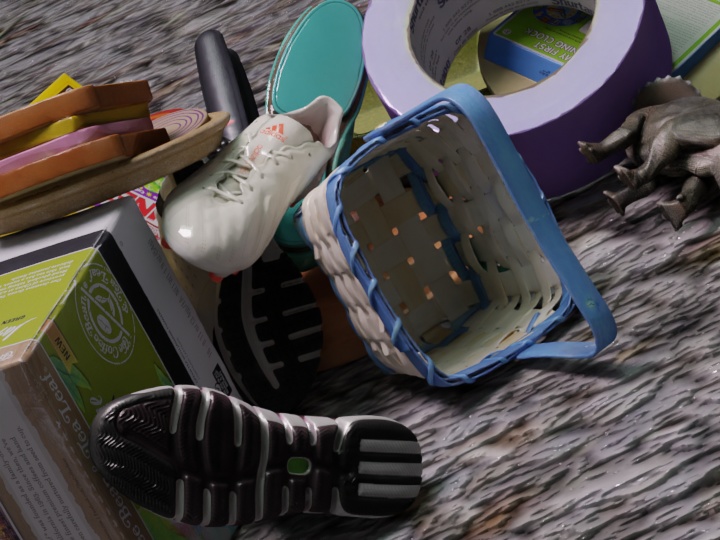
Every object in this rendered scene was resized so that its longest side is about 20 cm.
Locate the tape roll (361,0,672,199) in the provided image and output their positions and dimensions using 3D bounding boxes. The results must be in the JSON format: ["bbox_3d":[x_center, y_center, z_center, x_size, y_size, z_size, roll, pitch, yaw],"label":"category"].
[{"bbox_3d":[0.107,-0.151,1.761,0.199,0.085,0.201,-10,56,16],"label":"tape roll"}]

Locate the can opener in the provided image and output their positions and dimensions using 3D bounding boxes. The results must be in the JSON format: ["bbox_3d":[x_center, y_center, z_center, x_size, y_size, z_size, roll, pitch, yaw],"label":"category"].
[{"bbox_3d":[-0.089,-0.091,1.871,0.078,0.063,0.201,-16,63,5],"label":"can opener"}]

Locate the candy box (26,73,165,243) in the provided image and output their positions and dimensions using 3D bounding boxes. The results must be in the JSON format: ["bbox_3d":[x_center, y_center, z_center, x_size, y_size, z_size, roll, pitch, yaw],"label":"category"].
[{"bbox_3d":[-0.157,-0.046,1.775,0.102,0.200,0.026,-48,-9,-38],"label":"candy box"}]

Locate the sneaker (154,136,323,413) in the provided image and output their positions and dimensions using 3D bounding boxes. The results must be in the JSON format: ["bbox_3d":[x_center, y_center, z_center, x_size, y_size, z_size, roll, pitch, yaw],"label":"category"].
[{"bbox_3d":[-0.083,0.011,1.696,0.073,0.201,0.080,-6,-26,-27],"label":"sneaker"}]

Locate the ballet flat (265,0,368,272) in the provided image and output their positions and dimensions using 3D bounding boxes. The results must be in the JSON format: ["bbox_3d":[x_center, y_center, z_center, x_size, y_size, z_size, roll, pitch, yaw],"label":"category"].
[{"bbox_3d":[-0.036,-0.088,1.772,0.067,0.070,0.201,9,67,1],"label":"ballet flat"}]

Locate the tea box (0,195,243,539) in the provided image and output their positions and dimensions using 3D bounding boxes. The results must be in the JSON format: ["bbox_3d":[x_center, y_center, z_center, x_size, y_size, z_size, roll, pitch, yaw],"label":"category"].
[{"bbox_3d":[-0.173,0.098,1.524,0.133,0.200,0.197,-17,25,25],"label":"tea box"}]

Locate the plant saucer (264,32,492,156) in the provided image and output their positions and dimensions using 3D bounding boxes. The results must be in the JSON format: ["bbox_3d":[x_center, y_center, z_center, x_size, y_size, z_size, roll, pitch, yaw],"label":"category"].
[{"bbox_3d":[0.053,-0.126,1.931,0.199,0.048,0.200,-21,19,-17],"label":"plant saucer"}]

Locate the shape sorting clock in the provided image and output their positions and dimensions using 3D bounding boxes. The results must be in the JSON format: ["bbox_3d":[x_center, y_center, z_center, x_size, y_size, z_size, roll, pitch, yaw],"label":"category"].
[{"bbox_3d":[0.182,-0.163,1.836,0.199,0.039,0.200,-5,44,5],"label":"shape sorting clock"}]

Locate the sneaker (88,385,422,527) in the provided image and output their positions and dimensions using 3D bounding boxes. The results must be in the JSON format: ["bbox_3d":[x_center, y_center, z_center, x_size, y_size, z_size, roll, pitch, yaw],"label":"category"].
[{"bbox_3d":[-0.074,0.111,1.480,0.199,0.076,0.115,10,-7,-23],"label":"sneaker"}]

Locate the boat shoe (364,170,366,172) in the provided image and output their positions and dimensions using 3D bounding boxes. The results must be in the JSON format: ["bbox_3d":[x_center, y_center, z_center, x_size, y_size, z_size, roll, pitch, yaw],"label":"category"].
[{"bbox_3d":[-0.089,-0.042,1.918,0.199,0.068,0.072,-20,22,18],"label":"boat shoe"}]

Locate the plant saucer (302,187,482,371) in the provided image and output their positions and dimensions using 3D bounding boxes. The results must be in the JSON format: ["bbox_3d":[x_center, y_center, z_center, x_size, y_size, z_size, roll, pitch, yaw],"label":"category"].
[{"bbox_3d":[0.000,0.000,1.763,0.200,0.038,0.200,-23,22,10],"label":"plant saucer"}]

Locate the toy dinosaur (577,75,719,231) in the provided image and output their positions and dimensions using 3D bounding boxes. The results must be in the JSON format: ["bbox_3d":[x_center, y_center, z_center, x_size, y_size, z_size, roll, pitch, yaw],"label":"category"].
[{"bbox_3d":[0.207,-0.079,1.642,0.102,0.077,0.200,-40,21,-12],"label":"toy dinosaur"}]

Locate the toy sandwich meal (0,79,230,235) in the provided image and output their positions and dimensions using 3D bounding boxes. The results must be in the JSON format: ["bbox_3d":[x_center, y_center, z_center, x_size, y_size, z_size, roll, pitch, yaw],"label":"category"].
[{"bbox_3d":[-0.177,-0.080,1.608,0.204,0.070,0.205,-20,9,3],"label":"toy sandwich meal"}]

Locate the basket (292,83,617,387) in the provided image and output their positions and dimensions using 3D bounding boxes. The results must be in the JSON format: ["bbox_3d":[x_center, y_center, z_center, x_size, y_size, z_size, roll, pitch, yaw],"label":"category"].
[{"bbox_3d":[0.058,-0.021,1.553,0.139,0.177,0.200,-33,11,-23],"label":"basket"}]

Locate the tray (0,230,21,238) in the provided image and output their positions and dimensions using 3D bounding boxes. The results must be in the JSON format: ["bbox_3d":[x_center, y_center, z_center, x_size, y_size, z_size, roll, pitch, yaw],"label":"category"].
[{"bbox_3d":[-0.183,0.039,1.689,0.098,0.200,0.037,-16,57,26],"label":"tray"}]

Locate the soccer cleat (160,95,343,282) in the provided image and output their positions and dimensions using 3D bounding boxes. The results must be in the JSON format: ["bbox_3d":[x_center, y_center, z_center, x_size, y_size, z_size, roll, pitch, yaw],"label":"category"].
[{"bbox_3d":[-0.066,-0.057,1.605,0.078,0.069,0.200,-57,-5,27],"label":"soccer cleat"}]
